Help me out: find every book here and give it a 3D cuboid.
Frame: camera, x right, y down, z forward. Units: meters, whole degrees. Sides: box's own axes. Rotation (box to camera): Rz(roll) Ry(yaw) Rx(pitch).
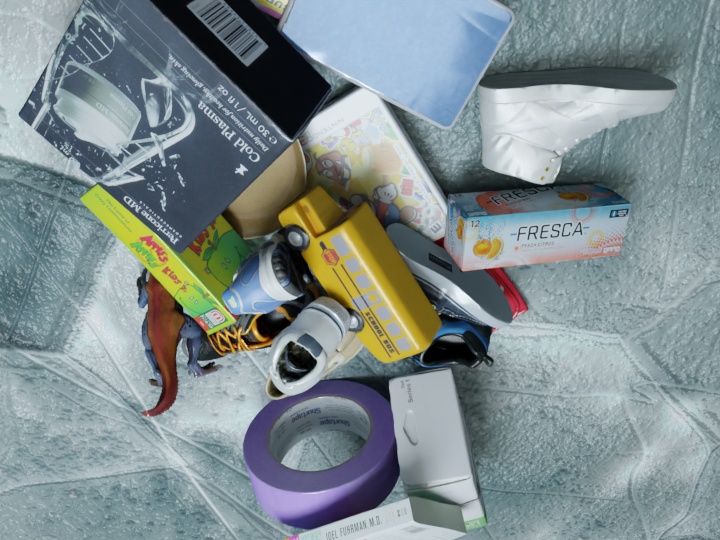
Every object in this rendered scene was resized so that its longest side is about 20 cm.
[{"bbox_3d":[0.006,0.312,0.773,0.199,0.048,0.133,-26,145,22],"label":"book"}]

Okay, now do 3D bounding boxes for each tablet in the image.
[{"bbox_3d":[0.033,-0.232,0.633,0.199,0.014,0.131,24,115,-15],"label":"tablet"}]

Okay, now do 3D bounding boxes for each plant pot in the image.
[{"bbox_3d":[-0.151,-0.126,0.742,0.198,0.028,0.201,8,127,11],"label":"plant pot"}]

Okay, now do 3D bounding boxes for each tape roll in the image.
[{"bbox_3d":[-0.048,0.231,0.863,0.198,0.201,0.066,-6,119,4],"label":"tape roll"}]

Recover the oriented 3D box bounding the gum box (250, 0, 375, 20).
[{"bbox_3d":[-0.068,-0.306,0.636,0.199,0.066,0.114,23,117,-13],"label":"gum box"}]

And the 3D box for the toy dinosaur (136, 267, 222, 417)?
[{"bbox_3d":[-0.212,0.038,0.772,0.104,0.200,0.183,-10,106,-11],"label":"toy dinosaur"}]

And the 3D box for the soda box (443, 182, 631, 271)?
[{"bbox_3d":[0.197,-0.051,0.755,0.198,0.064,0.069,-6,121,-13],"label":"soda box"}]

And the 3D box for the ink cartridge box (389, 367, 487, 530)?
[{"bbox_3d":[0.102,0.237,0.857,0.084,0.147,0.200,-13,144,7],"label":"ink cartridge box"}]

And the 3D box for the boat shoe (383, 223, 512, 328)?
[{"bbox_3d":[0.084,0.023,0.797,0.200,0.071,0.091,32,130,-20],"label":"boat shoe"}]

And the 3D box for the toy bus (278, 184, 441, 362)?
[{"bbox_3d":[0.000,0.000,0.712,0.078,0.065,0.201,-23,106,37],"label":"toy bus"}]

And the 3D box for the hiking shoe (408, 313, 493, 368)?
[{"bbox_3d":[0.066,0.077,0.833,0.198,0.087,0.075,0,120,12],"label":"hiking shoe"}]

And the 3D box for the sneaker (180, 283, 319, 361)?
[{"bbox_3d":[-0.147,0.070,0.846,0.199,0.077,0.078,-26,118,16],"label":"sneaker"}]

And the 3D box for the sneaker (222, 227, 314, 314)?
[{"bbox_3d":[-0.101,0.002,0.742,0.077,0.200,0.076,-28,93,5],"label":"sneaker"}]

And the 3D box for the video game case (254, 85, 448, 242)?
[{"bbox_3d":[-0.010,-0.090,0.772,0.181,0.023,0.200,-26,116,22],"label":"video game case"}]

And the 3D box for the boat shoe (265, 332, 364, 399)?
[{"bbox_3d":[-0.055,0.101,0.842,0.072,0.065,0.200,50,126,9],"label":"boat shoe"}]

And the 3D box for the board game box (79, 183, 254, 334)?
[{"bbox_3d":[-0.198,-0.038,0.738,0.047,0.102,0.200,-24,116,31],"label":"board game box"}]

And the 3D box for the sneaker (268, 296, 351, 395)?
[{"bbox_3d":[-0.076,0.099,0.749,0.073,0.071,0.200,39,143,6],"label":"sneaker"}]

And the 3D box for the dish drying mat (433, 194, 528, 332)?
[{"bbox_3d":[0.129,-0.001,0.834,0.077,0.018,0.200,-33,114,19],"label":"dish drying mat"}]

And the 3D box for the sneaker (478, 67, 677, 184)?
[{"bbox_3d":[0.228,-0.153,0.723,0.198,0.074,0.116,1,122,11],"label":"sneaker"}]

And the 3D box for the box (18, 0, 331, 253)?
[{"bbox_3d":[-0.171,-0.159,0.628,0.200,0.124,0.196,43,129,-15],"label":"box"}]
